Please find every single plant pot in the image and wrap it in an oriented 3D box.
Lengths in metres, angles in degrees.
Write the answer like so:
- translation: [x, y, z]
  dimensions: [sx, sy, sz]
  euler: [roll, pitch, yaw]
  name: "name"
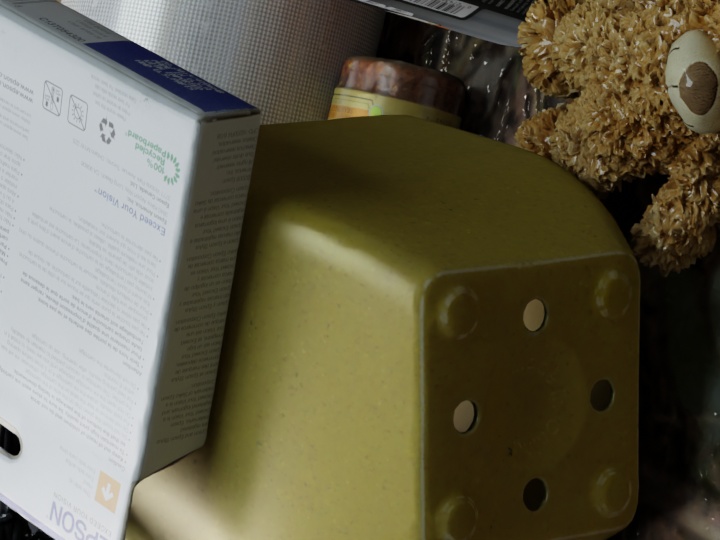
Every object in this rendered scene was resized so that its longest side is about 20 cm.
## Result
- translation: [0.009, 0.042, 1.210]
  dimensions: [0.200, 0.195, 0.195]
  euler: [10, 103, 52]
  name: "plant pot"

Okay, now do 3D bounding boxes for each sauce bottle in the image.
- translation: [0.000, 0.000, 1.381]
  dimensions: [0.066, 0.066, 0.200]
  euler: [8, 85, 58]
  name: "sauce bottle"

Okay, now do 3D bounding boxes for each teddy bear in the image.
- translation: [0.121, -0.077, 1.218]
  dimensions: [0.200, 0.067, 0.145]
  euler: [30, 106, 58]
  name: "teddy bear"

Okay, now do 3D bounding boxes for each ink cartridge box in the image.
- translation: [-0.130, -0.006, 1.194]
  dimensions: [0.196, 0.043, 0.200]
  euler: [30, 118, 40]
  name: "ink cartridge box"

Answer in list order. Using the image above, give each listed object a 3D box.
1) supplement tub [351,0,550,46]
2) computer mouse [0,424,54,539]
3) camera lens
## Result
- translation: [0.012, -0.179, 1.300]
  dimensions: [0.122, 0.200, 0.123]
  euler: [-28, 55, 50]
  name: "supplement tub"
- translation: [-0.135, 0.164, 1.277]
  dimensions: [0.200, 0.046, 0.141]
  euler: [88, -173, -52]
  name: "computer mouse"
- translation: [-0.076, -0.096, 1.444]
  dimensions: [0.160, 0.160, 0.200]
  euler: [10, 87, 58]
  name: "camera lens"
